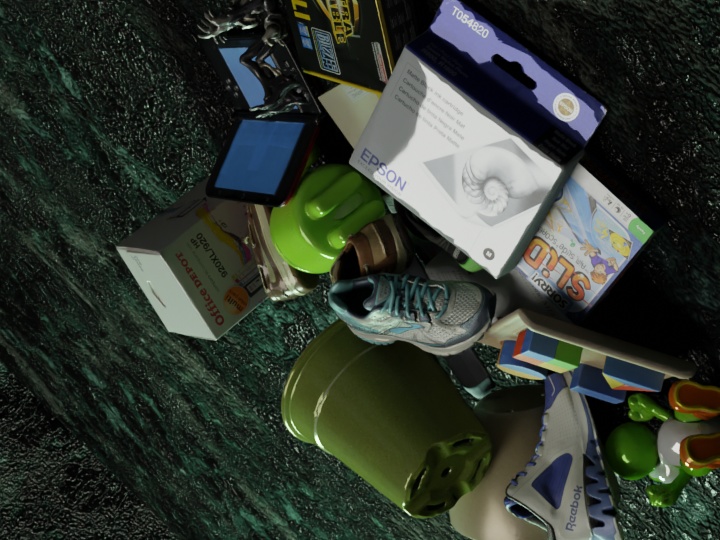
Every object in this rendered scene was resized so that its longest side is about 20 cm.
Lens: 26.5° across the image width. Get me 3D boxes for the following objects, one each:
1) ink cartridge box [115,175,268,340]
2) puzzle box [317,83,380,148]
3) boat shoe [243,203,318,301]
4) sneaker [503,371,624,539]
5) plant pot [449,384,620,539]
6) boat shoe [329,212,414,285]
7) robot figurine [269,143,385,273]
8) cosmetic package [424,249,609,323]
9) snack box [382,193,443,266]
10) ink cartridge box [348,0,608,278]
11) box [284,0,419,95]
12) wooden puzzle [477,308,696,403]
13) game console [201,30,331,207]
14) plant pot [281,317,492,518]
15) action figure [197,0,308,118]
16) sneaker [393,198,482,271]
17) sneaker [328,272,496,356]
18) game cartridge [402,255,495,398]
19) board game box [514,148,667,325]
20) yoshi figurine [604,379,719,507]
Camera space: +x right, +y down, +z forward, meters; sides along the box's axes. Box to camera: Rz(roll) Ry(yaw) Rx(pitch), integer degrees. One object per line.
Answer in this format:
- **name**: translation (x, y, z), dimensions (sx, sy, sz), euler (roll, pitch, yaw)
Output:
- **ink cartridge box**: translation (-0.188, -0.026, 2.030), dimensions (0.144, 0.200, 0.148), euler (5, 130, 58)
- **puzzle box**: translation (0.039, -0.163, 1.657), dimensions (0.133, 0.025, 0.200), euler (55, 155, -9)
- **boat shoe**: translation (-0.122, -0.057, 1.941), dimensions (0.075, 0.075, 0.203), euler (-26, 73, 32)
- **sneaker**: translation (0.204, 0.209, 1.630), dimensions (0.081, 0.115, 0.200), euler (59, -162, -61)
- **plant pot**: translation (0.190, 0.210, 1.758), dimensions (0.200, 0.200, 0.135), euler (9, 115, 56)
- **boat shoe**: translation (0.000, 0.000, 1.707), dimensions (0.076, 0.074, 0.200), euler (64, 159, 21)
- **robot figurine**: translation (-0.042, -0.060, 1.825), dimensions (0.176, 0.116, 0.200), euler (50, 160, -5)
- **cosmetic package**: translation (0.163, 0.010, 1.632), dimensions (0.102, 0.074, 0.200), euler (55, 157, -13)
- **snack box**: translation (0.100, -0.011, 1.768), dimensions (0.200, 0.024, 0.072), euler (57, 155, -15)
- **ink cartridge box**: translation (0.106, -0.126, 1.451), dimensions (0.199, 0.041, 0.200), euler (38, 125, 16)
- **box**: translation (-0.017, -0.282, 1.524), dimensions (0.159, 0.049, 0.201), euler (26, 139, 47)
- **wooden puzzle**: translation (0.218, 0.093, 1.545), dimensions (0.184, 0.047, 0.200), euler (17, 171, -8)
- **game console**: translation (-0.138, -0.183, 1.818), dimensions (0.200, 0.119, 0.173), euler (10, 135, 54)
- **plant pot**: translation (0.045, 0.171, 1.701), dimensions (0.190, 0.200, 0.201), euler (45, 158, 38)
- **action figure**: translation (-0.122, -0.266, 1.629), dimensions (0.119, 0.102, 0.201), euler (-11, -93, -79)
- **sneaker**: translation (0.085, -0.066, 1.613), dimensions (0.084, 0.077, 0.200), euler (45, 175, -28)
- **sneaker**: translation (0.048, 0.040, 1.589), dimensions (0.199, 0.078, 0.086), euler (-5, 153, 40)
- **game cartridge**: translation (0.088, 0.053, 1.766), dimensions (0.200, 0.040, 0.133), euler (59, 179, 15)
- **board game box**: translation (0.179, -0.063, 1.476), dimensions (0.200, 0.034, 0.136), euler (44, 126, 14)
- **yoshi figurine**: translation (0.310, 0.180, 1.576), dimensions (0.112, 0.112, 0.200), euler (41, 162, 9)
